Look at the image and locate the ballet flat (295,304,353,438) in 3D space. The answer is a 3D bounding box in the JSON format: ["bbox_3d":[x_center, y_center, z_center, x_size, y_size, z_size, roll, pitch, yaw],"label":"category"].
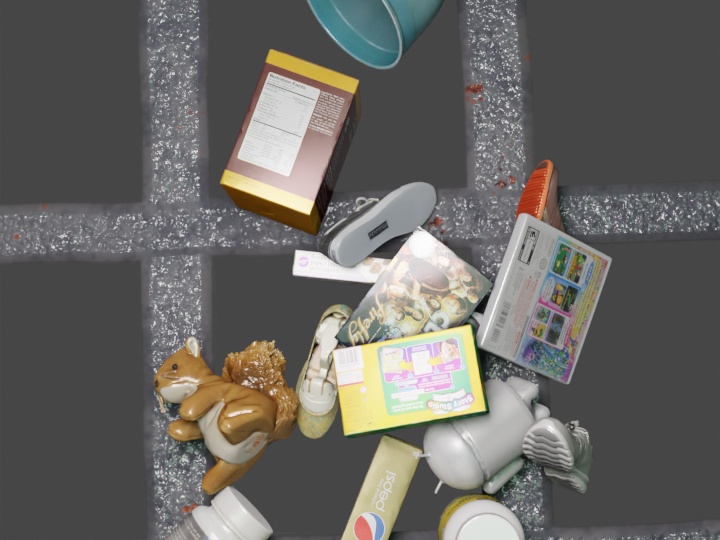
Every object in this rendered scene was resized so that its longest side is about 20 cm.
[{"bbox_3d":[-0.053,0.145,1.656,0.070,0.071,0.201,16,84,3],"label":"ballet flat"}]

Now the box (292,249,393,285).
[{"bbox_3d":[0.000,0.000,1.686,0.198,0.041,0.039,6,83,1],"label":"box"}]

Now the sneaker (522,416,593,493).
[{"bbox_3d":[0.281,0.240,1.591,0.074,0.200,0.082,14,68,27],"label":"sneaker"}]

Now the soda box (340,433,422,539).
[{"bbox_3d":[0.024,0.338,1.631,0.064,0.068,0.201,21,84,4],"label":"soda box"}]

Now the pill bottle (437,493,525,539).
[{"bbox_3d":[0.166,0.368,1.559,0.111,0.200,0.113,0,83,0],"label":"pill bottle"}]

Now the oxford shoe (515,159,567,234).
[{"bbox_3d":[0.274,-0.062,1.685,0.072,0.071,0.202,11,87,-18],"label":"oxford shoe"}]

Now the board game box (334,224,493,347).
[{"bbox_3d":[0.076,0.056,1.605,0.135,0.035,0.200,37,94,4],"label":"board game box"}]

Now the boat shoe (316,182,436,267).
[{"bbox_3d":[0.023,-0.073,1.678,0.199,0.068,0.074,-38,126,-21],"label":"boat shoe"}]

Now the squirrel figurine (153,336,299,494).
[{"bbox_3d":[-0.194,0.180,1.631,0.199,0.142,0.187,-25,54,-36],"label":"squirrel figurine"}]

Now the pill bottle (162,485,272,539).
[{"bbox_3d":[-0.226,0.407,1.603,0.114,0.114,0.200,45,86,5],"label":"pill bottle"}]

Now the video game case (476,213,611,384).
[{"bbox_3d":[0.265,0.043,1.637,0.181,0.024,0.201,24,83,-31],"label":"video game case"}]

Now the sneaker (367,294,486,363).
[{"bbox_3d":[0.095,0.100,1.655,0.199,0.075,0.115,15,84,3],"label":"sneaker"}]

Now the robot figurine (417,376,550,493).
[{"bbox_3d":[0.171,0.232,1.609,0.199,0.113,0.170,-33,103,-16],"label":"robot figurine"}]

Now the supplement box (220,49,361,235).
[{"bbox_3d":[-0.093,-0.178,1.629,0.132,0.197,0.201,20,84,3],"label":"supplement box"}]

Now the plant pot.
[{"bbox_3d":[0.045,-0.435,1.672,0.200,0.200,0.188,43,70,5],"label":"plant pot"}]

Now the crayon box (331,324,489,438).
[{"bbox_3d":[0.068,0.153,1.549,0.198,0.058,0.120,-10,77,6],"label":"crayon box"}]
